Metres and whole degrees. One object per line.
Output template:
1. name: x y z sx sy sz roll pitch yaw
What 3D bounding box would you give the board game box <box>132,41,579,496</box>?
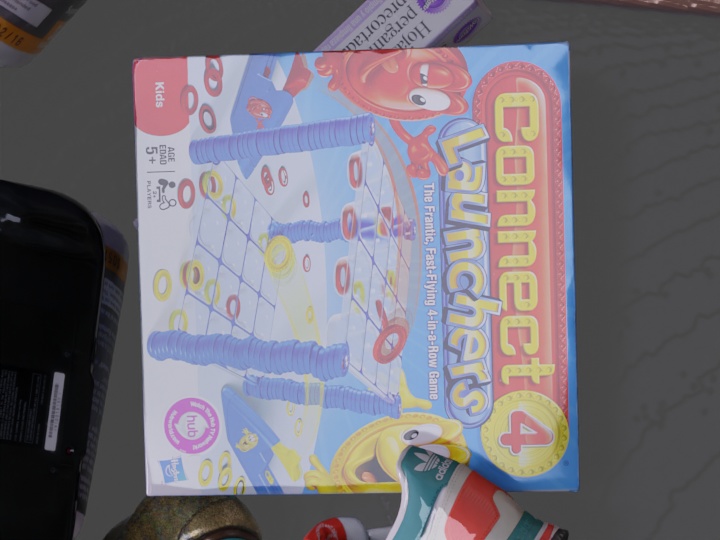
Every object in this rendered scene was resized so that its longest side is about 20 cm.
1. board game box: 0.000 0.000 0.791 0.195 0.056 0.201 -2 92 6

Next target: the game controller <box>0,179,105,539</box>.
1. game controller: -0.166 0.056 0.742 0.042 0.104 0.201 -16 64 56

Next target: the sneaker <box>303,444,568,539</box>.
1. sneaker: 0.004 0.158 0.775 0.093 0.070 0.200 39 119 5

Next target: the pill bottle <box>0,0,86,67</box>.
1. pill bottle: -0.147 -0.207 0.857 0.200 0.116 0.116 -45 74 10

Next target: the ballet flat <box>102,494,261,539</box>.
1. ballet flat: -0.129 0.175 0.851 0.200 0.071 0.071 -46 74 10

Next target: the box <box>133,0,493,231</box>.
1. box: -0.024 -0.072 0.845 0.200 0.041 0.039 -42 76 10

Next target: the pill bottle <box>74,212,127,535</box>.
1. pill bottle: -0.181 0.069 0.818 0.116 0.116 0.201 2 73 18
